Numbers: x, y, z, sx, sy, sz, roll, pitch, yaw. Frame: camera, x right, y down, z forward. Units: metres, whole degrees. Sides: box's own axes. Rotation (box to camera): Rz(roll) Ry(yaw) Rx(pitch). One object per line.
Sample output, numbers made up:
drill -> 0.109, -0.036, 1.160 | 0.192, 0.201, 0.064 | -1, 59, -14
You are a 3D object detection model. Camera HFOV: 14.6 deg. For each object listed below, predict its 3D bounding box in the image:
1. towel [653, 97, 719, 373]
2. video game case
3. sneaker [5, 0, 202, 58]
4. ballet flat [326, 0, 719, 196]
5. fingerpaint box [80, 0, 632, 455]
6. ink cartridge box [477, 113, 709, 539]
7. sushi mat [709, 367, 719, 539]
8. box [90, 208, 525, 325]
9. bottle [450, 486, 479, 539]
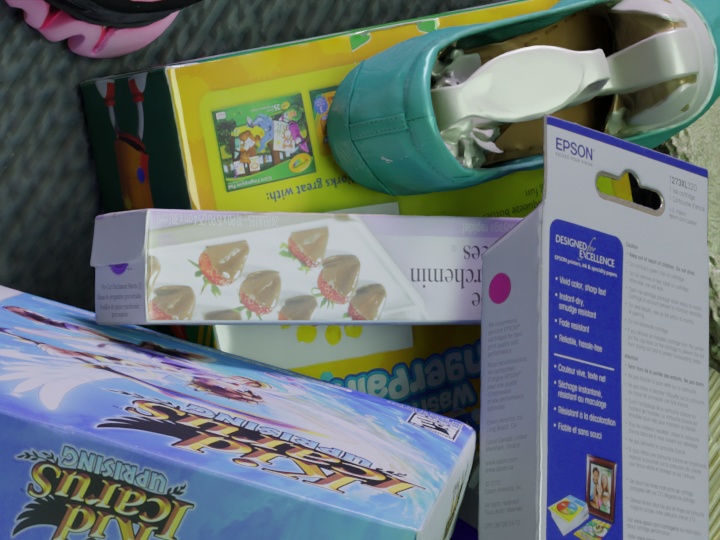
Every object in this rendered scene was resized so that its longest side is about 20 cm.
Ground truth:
towel -> 0.180, -0.053, 1.184 | 0.148, 0.036, 0.201 | -6, 78, -32
video game case -> -0.068, 0.056, 0.900 | 0.199, 0.181, 0.046 | 16, 99, 5
sneaker -> -0.129, -0.131, 0.964 | 0.199, 0.095, 0.080 | 15, 83, -32
ballet flat -> 0.082, -0.068, 1.032 | 0.199, 0.070, 0.068 | -17, 98, -33
fingerpaint box -> 0.007, -0.009, 1.067 | 0.199, 0.073, 0.168 | -15, 97, -33
ink cartridge box -> 0.084, 0.053, 0.991 | 0.094, 0.037, 0.202 | 15, 74, -43
sushi mat -> 0.141, 0.117, 1.194 | 0.096, 0.012, 0.200 | 47, 66, -24
box -> 0.000, 0.000, 0.994 | 0.199, 0.041, 0.039 | 1, 89, -33
bottle -> -0.006, 0.172, 1.061 | 0.084, 0.065, 0.201 | 44, 67, -27
